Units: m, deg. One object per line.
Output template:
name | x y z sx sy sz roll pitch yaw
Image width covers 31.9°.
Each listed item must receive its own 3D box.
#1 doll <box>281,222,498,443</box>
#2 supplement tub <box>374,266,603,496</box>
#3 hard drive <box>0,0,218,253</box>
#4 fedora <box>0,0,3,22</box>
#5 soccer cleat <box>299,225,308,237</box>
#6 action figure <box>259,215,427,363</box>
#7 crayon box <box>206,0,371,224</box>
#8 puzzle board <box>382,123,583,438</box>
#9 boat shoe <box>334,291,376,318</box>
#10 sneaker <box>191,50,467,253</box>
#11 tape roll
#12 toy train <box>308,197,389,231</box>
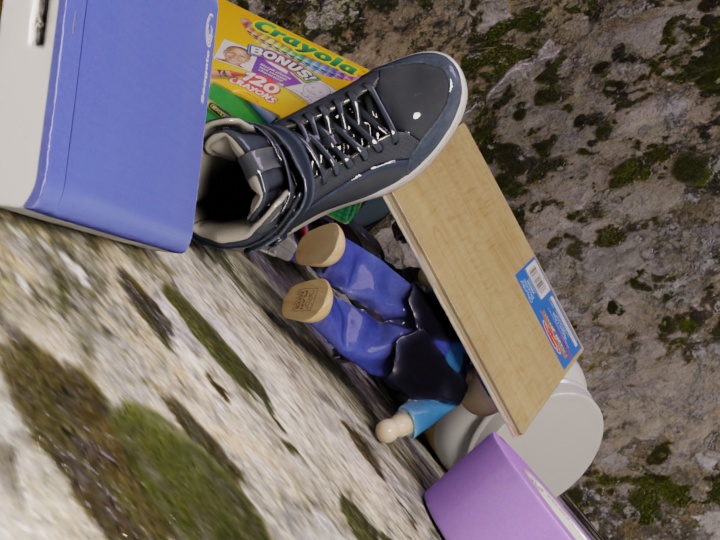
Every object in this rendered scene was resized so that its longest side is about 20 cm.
doll | 0.032 0.052 0.867 0.048 0.138 0.199 -13 -35 43
supplement tub | 0.108 0.096 1.102 0.146 0.145 0.200 47 5 -42
hard drive | -0.101 -0.082 0.533 0.025 0.134 0.200 6 -3 7
fedora | -0.148 -0.142 0.549 0.080 0.204 0.201 8 -2 7
soccer cleat | -0.103 -0.088 1.029 0.201 0.066 0.077 52 -1 -38
action figure | 0.000 0.000 0.946 0.199 0.131 0.069 35 7 4
crayon box | -0.064 -0.123 0.926 0.198 0.059 0.119 27 36 10
puzzle board | 0.090 0.002 0.917 0.202 0.017 0.151 62 33 -6
boat shoe | 0.051 0.079 1.284 0.202 0.060 0.072 49 3 -24
sneaker | -0.024 -0.075 0.774 0.078 0.201 0.146 58 5 6
tape roll | 0.129 0.206 0.836 0.201 0.065 0.200 49 2 -3
toy train | -0.041 -0.070 1.151 0.115 0.084 0.200 66 -24 5
